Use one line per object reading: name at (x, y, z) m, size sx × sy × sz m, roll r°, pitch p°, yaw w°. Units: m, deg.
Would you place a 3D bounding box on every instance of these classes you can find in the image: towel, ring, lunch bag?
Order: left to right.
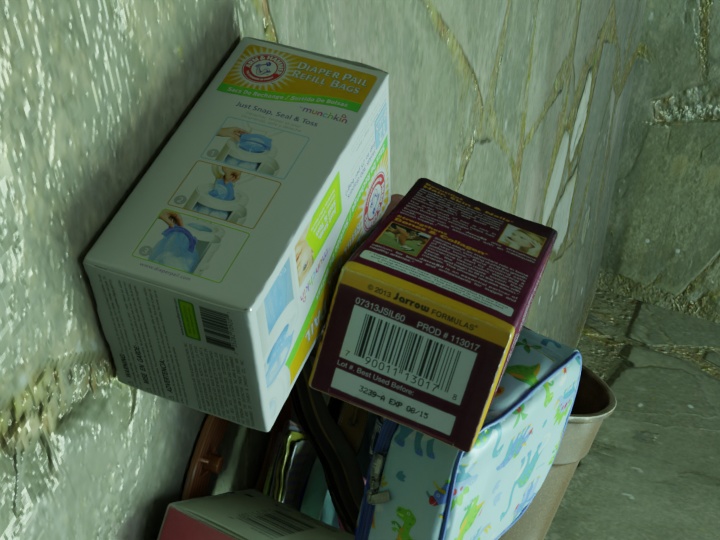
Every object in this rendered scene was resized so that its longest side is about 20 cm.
ring at (-0.089, 0.153, 0.953) m, size 0.200 × 0.019 × 0.204 m, roll 15°, pitch 89°, yaw -75°
towel at (-0.050, 0.210, 1.045) m, size 0.200 × 0.022 × 0.146 m, roll 41°, pitch 62°, yaw -70°
lunch bag at (0.078, 0.136, 0.883) m, size 0.199 × 0.082 × 0.163 m, roll -28°, pitch 135°, yaw -51°

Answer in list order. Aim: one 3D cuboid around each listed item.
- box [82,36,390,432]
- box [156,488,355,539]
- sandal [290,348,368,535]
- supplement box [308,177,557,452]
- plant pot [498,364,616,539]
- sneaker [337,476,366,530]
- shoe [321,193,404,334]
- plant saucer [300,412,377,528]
box at (-0.062, -0.027, 0.721) m, size 0.113 × 0.100 × 0.201 m, roll 87°, pitch 24°, yaw -49°
box at (-0.091, 0.270, 0.852) m, size 0.128 × 0.108 × 0.203 m, roll 11°, pitch 98°, yaw -67°
sandal at (-0.014, 0.115, 0.919) m, size 0.082 × 0.054 × 0.203 m, roll 131°, pitch -64°, yaw -78°
supplement box at (0.054, 0.021, 0.801) m, size 0.200 × 0.109 × 0.087 m, roll -49°, pitch 159°, yaw -64°
plant pot at (0.103, 0.174, 1.093) m, size 0.200 × 0.198 × 0.201 m, roll -26°, pitch 134°, yaw -69°
sneaker at (0.029, 0.252, 1.017) m, size 0.079 × 0.094 × 0.203 m, roll -114°, pitch -159°, yaw -53°
shoe at (0.000, 0.000, 0.981) m, size 0.201 × 0.090 × 0.072 m, roll 82°, pitch 29°, yaw -55°
plant saucer at (-0.015, 0.203, 1.070) m, size 0.200 × 0.027 × 0.204 m, roll 12°, pitch 90°, yaw -73°
